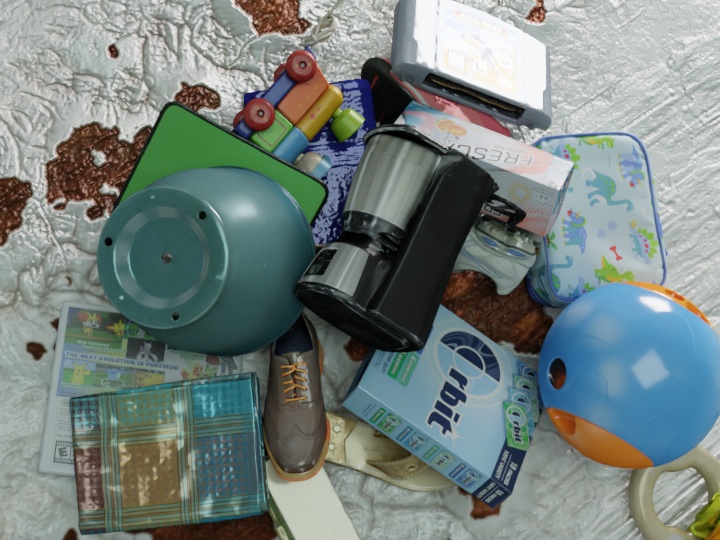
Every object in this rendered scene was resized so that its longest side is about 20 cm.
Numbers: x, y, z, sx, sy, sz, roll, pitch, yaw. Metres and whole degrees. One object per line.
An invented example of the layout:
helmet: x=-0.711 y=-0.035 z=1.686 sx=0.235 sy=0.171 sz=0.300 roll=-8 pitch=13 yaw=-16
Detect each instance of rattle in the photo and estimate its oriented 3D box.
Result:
rattle: x=0.359 y=0.222 z=1.506 sx=0.129 sy=0.143 sz=0.201 roll=-15 pitch=89 yaw=3

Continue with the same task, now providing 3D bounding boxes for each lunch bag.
lunch bag: x=0.267 y=-0.056 z=1.560 sx=0.160 sy=0.082 sz=0.201 roll=-6 pitch=81 yaw=-13

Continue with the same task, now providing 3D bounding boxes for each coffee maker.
coffee maker: x=0.054 y=-0.020 z=1.376 sx=0.191 sy=0.135 sz=0.201 roll=24 pitch=75 yaw=-1

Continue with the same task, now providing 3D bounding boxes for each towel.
towel: x=-0.196 y=0.188 z=1.386 sx=0.199 sy=0.022 sz=0.148 roll=-7 pitch=80 yaw=2
towel: x=-0.048 y=-0.109 z=1.516 sx=0.147 sy=0.050 sz=0.201 roll=-7 pitch=82 yaw=-7

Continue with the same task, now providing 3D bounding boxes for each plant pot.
plant pot: x=-0.164 y=-0.010 z=1.337 sx=0.199 sy=0.188 sz=0.201 roll=0 pitch=90 yaw=14

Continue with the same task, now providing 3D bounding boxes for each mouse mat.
mouse mat: x=-0.151 y=-0.072 z=1.452 sx=0.199 sy=0.008 sz=0.161 roll=28 pitch=114 yaw=-8

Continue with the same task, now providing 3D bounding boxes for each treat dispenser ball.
treat dispenser ball: x=0.292 y=0.112 z=1.455 sx=0.200 sy=0.201 sz=0.202 roll=2 pitch=79 yaw=-13

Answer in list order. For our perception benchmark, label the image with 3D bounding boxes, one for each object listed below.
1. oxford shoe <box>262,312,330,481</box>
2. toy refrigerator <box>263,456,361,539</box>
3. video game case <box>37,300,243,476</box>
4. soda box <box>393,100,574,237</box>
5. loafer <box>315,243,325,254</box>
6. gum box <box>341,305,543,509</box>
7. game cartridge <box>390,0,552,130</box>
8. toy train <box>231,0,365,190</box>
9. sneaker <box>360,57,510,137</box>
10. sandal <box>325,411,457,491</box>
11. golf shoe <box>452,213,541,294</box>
oxford shoe: x=-0.072 y=0.126 z=1.404 sx=0.071 sy=0.073 sz=0.201 roll=-8 pitch=47 yaw=1
toy refrigerator: x=-0.045 y=0.284 z=1.427 sx=0.070 sy=0.076 sz=0.201 roll=-28 pitch=88 yaw=-17
video game case: x=-0.230 y=0.135 z=1.438 sx=0.199 sy=0.022 sz=0.183 roll=8 pitch=78 yaw=-11
soda box: x=0.129 y=-0.112 z=1.481 sx=0.199 sy=0.069 sz=0.064 roll=22 pitch=41 yaw=11
loafer: x=0.000 y=0.000 z=1.457 sx=0.199 sy=0.063 sz=0.072 roll=-3 pitch=44 yaw=-16
gum box: x=0.098 y=0.134 z=1.468 sx=0.200 sy=0.045 sz=0.170 roll=34 pitch=45 yaw=-5
game cartridge: x=0.131 y=-0.245 z=1.557 sx=0.199 sy=0.042 sz=0.134 roll=18 pitch=55 yaw=-17
toy train: x=-0.039 y=-0.190 z=1.468 sx=0.116 sy=0.085 sz=0.200 roll=42 pitch=78 yaw=-10
sneaker: x=0.088 y=-0.183 z=1.559 sx=0.200 sy=0.074 sz=0.087 roll=38 pitch=52 yaw=-2
sandal: x=0.039 y=0.194 z=1.466 sx=0.211 sy=0.070 sz=0.078 roll=12 pitch=77 yaw=-11
golf shoe: x=0.101 y=-0.042 z=1.523 sx=0.199 sy=0.098 sz=0.078 roll=31 pitch=36 yaw=18
